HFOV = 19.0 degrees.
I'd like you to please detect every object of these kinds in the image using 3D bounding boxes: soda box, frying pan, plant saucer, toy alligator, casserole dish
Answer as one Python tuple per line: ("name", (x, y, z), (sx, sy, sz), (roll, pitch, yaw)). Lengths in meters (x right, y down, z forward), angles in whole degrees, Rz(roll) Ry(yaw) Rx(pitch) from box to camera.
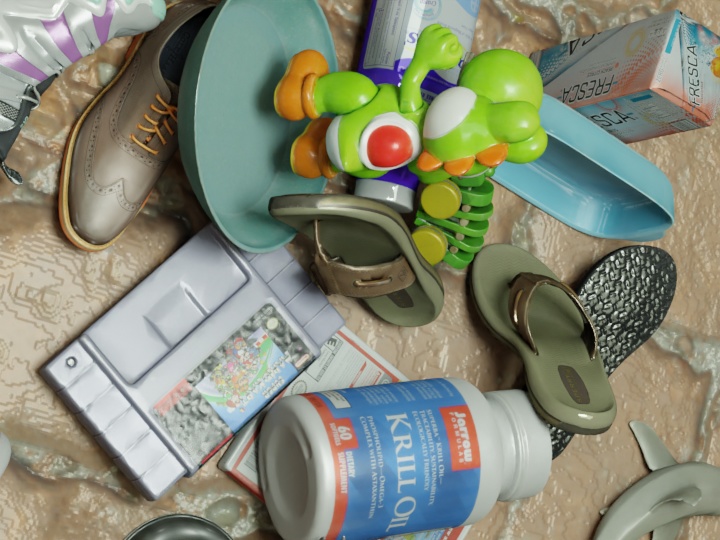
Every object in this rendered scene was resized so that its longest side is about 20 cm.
("soda box", (0.196, -0.140, 1.638), (0.063, 0.200, 0.069), (27, 73, -24))
("frying pan", (-0.110, 0.266, 1.562), (0.115, 0.031, 0.191), (-36, 101, -23))
("plant saucer", (-0.077, -0.114, 1.535), (0.200, 0.036, 0.202), (-21, 114, -59))
("toy alligator", (0.078, -0.066, 1.603), (0.054, 0.059, 0.201), (19, 121, 6))
("casserole dish", (0.159, -0.083, 1.662), (0.199, 0.121, 0.039), (29, 69, -26))

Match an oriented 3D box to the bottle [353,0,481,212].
("bottle", (0.038, -0.146, 1.632), (0.083, 0.065, 0.201), (18, 80, -34))

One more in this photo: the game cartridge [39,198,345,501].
("game cartridge", (-0.117, 0.056, 1.553), (0.200, 0.038, 0.130), (-43, 93, -22))

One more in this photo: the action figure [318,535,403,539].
("action figure", (-0.007, 0.268, 1.544), (0.130, 0.069, 0.201), (-27, 125, -18))

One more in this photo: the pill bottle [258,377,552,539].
("pill bottle", (0.035, 0.136, 1.573), (0.199, 0.112, 0.113), (-6, 91, -27))

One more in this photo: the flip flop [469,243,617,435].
("flip flop", (0.142, 0.042, 1.624), (0.080, 0.201, 0.058), (-2, 129, -17))

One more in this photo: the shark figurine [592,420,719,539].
("shark figurine", (0.234, 0.205, 1.709), (0.214, 0.089, 0.129), (-41, 104, -25))

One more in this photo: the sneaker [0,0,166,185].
("sneaker", (-0.230, -0.130, 1.495), (0.199, 0.078, 0.141), (-4, 91, -18))

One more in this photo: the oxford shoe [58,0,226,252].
("oxford shoe", (-0.154, -0.108, 1.527), (0.071, 0.073, 0.201), (28, 76, -23))

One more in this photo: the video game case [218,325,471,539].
("video game case", (0.005, 0.147, 1.630), (0.200, 0.017, 0.143), (40, 71, -20))

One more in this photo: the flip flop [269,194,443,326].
("flip flop", (0.000, 0.000, 1.557), (0.200, 0.081, 0.058), (50, 48, -52))

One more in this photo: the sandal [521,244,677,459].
("sandal", (0.177, 0.060, 1.714), (0.075, 0.045, 0.201), (37, 87, -15))

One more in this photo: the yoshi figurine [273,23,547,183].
("yoshi figurine", (0.047, -0.114, 1.520), (0.112, 0.199, 0.113), (17, 79, -61))

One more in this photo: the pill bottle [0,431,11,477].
("pill bottle", (-0.334, 0.090, 1.407), (0.200, 0.109, 0.109), (45, 70, -19))
